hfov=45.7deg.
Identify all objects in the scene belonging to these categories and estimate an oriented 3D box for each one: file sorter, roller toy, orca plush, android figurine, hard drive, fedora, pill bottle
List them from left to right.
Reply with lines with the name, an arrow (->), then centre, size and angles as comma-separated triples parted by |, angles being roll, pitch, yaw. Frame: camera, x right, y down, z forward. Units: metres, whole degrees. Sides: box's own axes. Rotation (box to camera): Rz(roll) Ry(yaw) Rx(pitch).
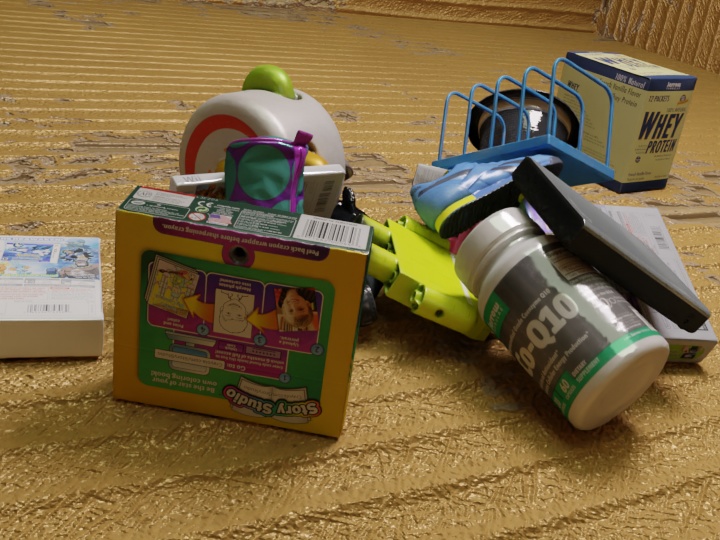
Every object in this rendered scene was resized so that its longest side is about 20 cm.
roller toy -> -0.122, -0.123, 1.033 | 0.201, 0.182, 0.139 | 53, 36, 9
orca plush -> -0.011, -0.077, 1.104 | 0.103, 0.072, 0.200 | 1, 25, -17
android figurine -> 0.081, 0.007, 0.918 | 0.198, 0.041, 0.183 | 26, 24, -17
fedora -> 0.270, -0.214, 1.445 | 0.197, 0.202, 0.093 | 12, 56, 7
file sorter -> 0.215, -0.183, 1.123 | 0.137, 0.125, 0.198 | 17, -14, -38
pill bottle -> 0.183, 0.040, 0.808 | 0.112, 0.114, 0.201 | -10, 47, -36
hard drive -> 0.247, -0.025, 0.850 | 0.198, 0.033, 0.140 | 29, 22, -29

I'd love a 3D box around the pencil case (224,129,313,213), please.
pencil case -> -0.084, -0.025, 0.812 | 0.091, 0.204, 0.085 | -5, -3, 36

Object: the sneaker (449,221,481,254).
sneaker -> 0.189, -0.033, 1.095 | 0.198, 0.080, 0.095 | 23, 13, 23

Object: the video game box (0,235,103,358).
video game box -> -0.346, 0.020, 0.806 | 0.197, 0.048, 0.183 | 1, 27, -18

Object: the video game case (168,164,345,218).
video game case -> -0.119, -0.045, 0.911 | 0.198, 0.144, 0.018 | -9, 47, -35

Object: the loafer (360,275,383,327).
loafer -> 0.000, 0.000, 0.938 | 0.069, 0.069, 0.201 | -9, 23, -4

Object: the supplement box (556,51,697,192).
supplement box -> 0.463, -0.273, 1.544 | 0.133, 0.203, 0.200 | -8, 29, -33

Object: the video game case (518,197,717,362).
video game case -> 0.281, 0.009, 0.966 | 0.178, 0.046, 0.202 | 4, 48, -13

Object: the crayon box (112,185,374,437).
crayon box -> -0.098, 0.036, 0.701 | 0.196, 0.175, 0.058 | 10, 27, 1

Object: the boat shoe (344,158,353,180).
boat shoe -> -0.063, -0.131, 1.163 | 0.075, 0.073, 0.200 | 46, -8, -7

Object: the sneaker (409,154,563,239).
sneaker -> 0.148, -0.107, 0.998 | 0.198, 0.066, 0.079 | -23, 57, -23

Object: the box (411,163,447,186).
box -> 0.163, -0.093, 1.153 | 0.142, 0.037, 0.200 | 18, -1, 19
